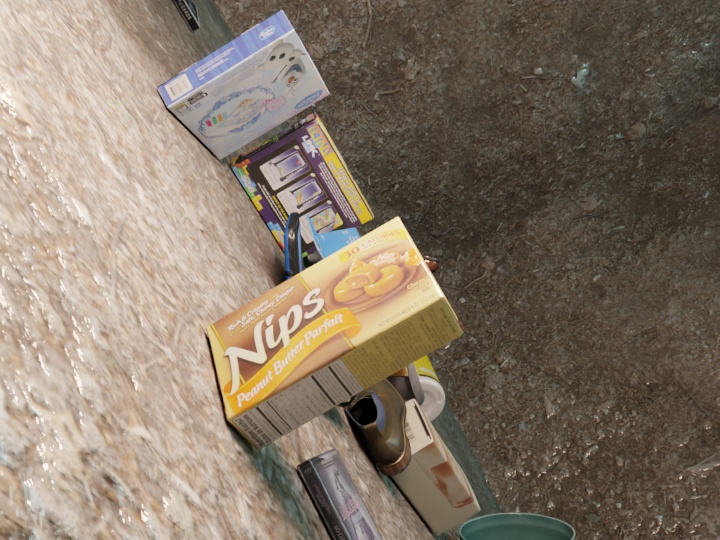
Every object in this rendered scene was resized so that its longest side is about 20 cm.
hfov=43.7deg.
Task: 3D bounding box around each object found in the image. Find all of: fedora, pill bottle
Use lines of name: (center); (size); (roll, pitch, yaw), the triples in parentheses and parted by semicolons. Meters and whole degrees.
fedora: (0.044, 0.161, 1.619); (0.177, 0.090, 0.200); (92, -21, -84)
pill bottle: (0.097, 0.218, 1.836); (0.111, 0.111, 0.200); (59, 5, -28)

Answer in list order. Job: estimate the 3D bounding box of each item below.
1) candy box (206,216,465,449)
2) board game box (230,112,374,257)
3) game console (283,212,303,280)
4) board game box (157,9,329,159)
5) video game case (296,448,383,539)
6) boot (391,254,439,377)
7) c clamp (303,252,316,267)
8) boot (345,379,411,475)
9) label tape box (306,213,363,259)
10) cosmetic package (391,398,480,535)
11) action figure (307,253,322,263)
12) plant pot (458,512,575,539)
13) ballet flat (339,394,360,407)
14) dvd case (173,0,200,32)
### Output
candy box: (-0.026, 0.051, 0.762); (0.055, 0.200, 0.115); (56, 6, -41)
board game box: (-0.096, -0.137, 1.509); (0.200, 0.165, 0.057); (60, 4, -22)
game console: (-0.049, 0.006, 1.340); (0.200, 0.118, 0.171); (-104, -169, -78)
board game box: (-0.160, -0.258, 1.286); (0.043, 0.200, 0.199); (61, 3, 19)
video game case: (0.003, 0.274, 0.891); (0.200, 0.019, 0.143); (62, 4, 10)
boot: (0.060, 0.079, 1.509); (0.068, 0.188, 0.200); (17, 65, -54)
c clamp: (-0.102, -0.041, 1.646); (0.200, 0.027, 0.171); (61, -13, -13)
boot: (0.020, 0.192, 1.299); (0.097, 0.075, 0.200); (61, 4, -36)
label tape box: (0.000, 0.000, 1.383); (0.200, 0.066, 0.143); (56, 4, -26)
cosmetic package: (0.102, 0.309, 1.406); (0.200, 0.087, 0.103); (58, 4, -38)
action figure: (-0.054, 0.016, 1.558); (0.055, 0.118, 0.200); (32, -23, 18)
plant pot: (0.274, 0.519, 1.564); (0.200, 0.200, 0.134); (-36, 124, -86)
ballet flat: (-0.045, 0.117, 1.093); (0.072, 0.072, 0.200); (63, 6, 36)
dvd case: (-0.415, -0.633, 2.039); (0.150, 0.025, 0.200); (59, 5, -30)
